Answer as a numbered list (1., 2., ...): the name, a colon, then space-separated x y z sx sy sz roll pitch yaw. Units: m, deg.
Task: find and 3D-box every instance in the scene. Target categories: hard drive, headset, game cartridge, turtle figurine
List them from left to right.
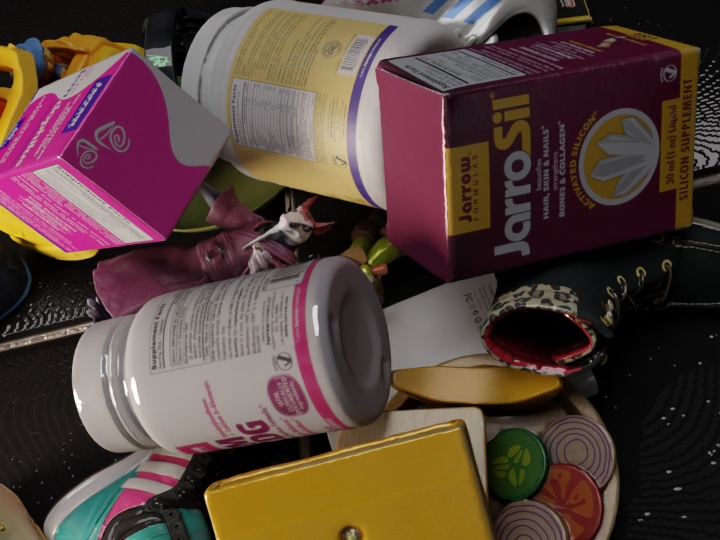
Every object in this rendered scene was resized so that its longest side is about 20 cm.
1. headset: -0.135 -0.168 1.057 0.093 0.125 0.200 -7 16 5
2. turtle figurine: 0.000 0.000 0.968 0.161 0.065 0.200 -47 18 -23
3. game cartridge: 0.009 0.213 0.788 0.175 0.032 0.202 -15 94 8
4. hard drive: 0.063 0.074 0.936 0.199 0.027 0.133 -22 53 2

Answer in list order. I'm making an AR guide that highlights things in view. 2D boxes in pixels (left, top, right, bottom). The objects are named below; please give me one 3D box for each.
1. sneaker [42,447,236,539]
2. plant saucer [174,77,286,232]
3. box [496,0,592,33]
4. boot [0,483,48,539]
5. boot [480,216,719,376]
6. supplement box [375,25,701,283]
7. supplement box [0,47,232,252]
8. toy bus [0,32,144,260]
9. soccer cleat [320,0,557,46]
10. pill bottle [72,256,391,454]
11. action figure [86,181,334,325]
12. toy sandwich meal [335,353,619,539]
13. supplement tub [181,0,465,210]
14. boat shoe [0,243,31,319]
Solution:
1. sneaker: -0.124 0.171 0.897 0.200 0.084 0.121 -38 55 -10
2. plant saucer: -0.132 -0.111 1.124 0.198 0.031 0.201 -8 56 12
3. box: 0.110 -0.274 1.123 0.158 0.050 0.201 -7 54 -1
4. boot: -0.269 0.200 0.879 0.073 0.156 0.200 -38 54 -9
5. boot: 0.184 0.021 0.856 0.202 0.074 0.154 7 29 10
6. supplement box: 0.122 -0.086 0.839 0.199 0.132 0.103 -13 25 -21
7. supplement box: -0.201 -0.085 0.937 0.199 0.103 0.102 -3 53 55
8. toy bus: -0.294 -0.132 1.066 0.135 0.191 0.202 7 75 45
9. soccer cleat: 0.067 -0.203 1.006 0.198 0.070 0.087 -6 68 -3
10. pill bottle: -0.089 0.064 0.839 0.199 0.113 0.114 -12 53 23
11. action figure: -0.110 0.007 0.963 0.199 0.149 0.134 -22 47 -2
12. toy sandwich meal: 0.075 0.141 0.836 0.203 0.070 0.207 -5 69 14
13. supplement tub: -0.026 -0.132 0.955 0.199 0.146 0.146 15 63 33
14. boat shoe: -0.385 0.046 1.077 0.084 0.069 0.200 29 70 32
